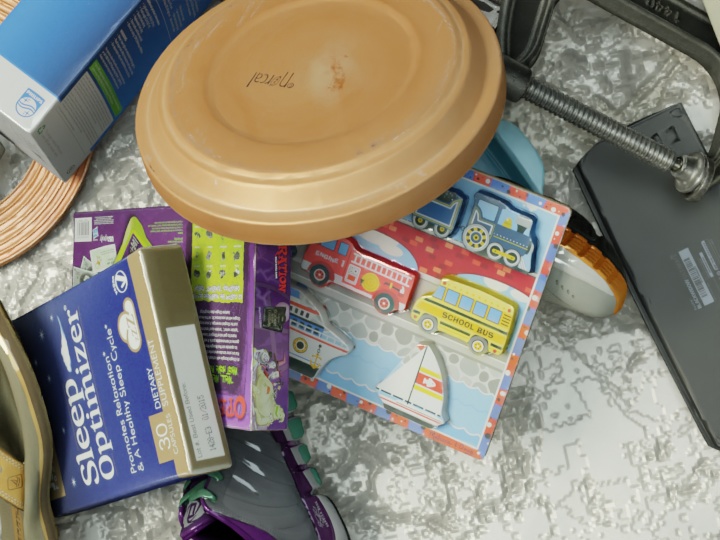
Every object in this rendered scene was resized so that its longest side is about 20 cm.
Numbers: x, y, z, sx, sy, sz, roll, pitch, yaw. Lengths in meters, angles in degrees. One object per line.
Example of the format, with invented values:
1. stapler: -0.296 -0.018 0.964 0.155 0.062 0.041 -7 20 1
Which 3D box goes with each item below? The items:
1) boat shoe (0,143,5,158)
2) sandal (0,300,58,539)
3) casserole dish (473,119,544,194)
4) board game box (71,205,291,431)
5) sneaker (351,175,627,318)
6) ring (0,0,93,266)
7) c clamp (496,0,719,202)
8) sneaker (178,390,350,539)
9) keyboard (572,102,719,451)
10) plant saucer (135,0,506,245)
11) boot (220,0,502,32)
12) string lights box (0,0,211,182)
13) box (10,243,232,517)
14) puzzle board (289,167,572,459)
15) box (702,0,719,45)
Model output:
1. boat shoe: -0.314 -0.102 0.992 0.201 0.074 0.065 30 83 2
2. sandal: -0.212 0.105 0.943 0.054 0.080 0.201 -11 112 -25
3. casserole dish: 0.022 -0.015 0.982 0.200 0.039 0.121 -36 82 2
4. board game box: -0.106 0.024 0.923 0.032 0.200 0.121 7 86 -38
5. sneaker: 0.053 -0.011 0.928 0.199 0.076 0.092 27 109 15
6. ring: -0.261 -0.093 1.030 0.199 0.019 0.202 -1 83 5
7. c clamp: 0.140 -0.101 0.930 0.199 0.027 0.172 20 63 -16
8. sneaker: -0.079 0.106 0.945 0.074 0.087 0.201 -36 78 43
9. keyboard: 0.221 -0.006 0.970 0.127 0.021 0.201 -25 83 4
10. plant saucer: -0.023 -0.097 0.866 0.199 0.032 0.201 -8 47 8
11. boot: 0.025 -0.197 0.966 0.174 0.069 0.201 28 96 11
12. string lights box: -0.142 -0.157 0.970 0.059 0.103 0.200 36 80 9
13. box: -0.147 0.070 0.926 0.032 0.200 0.122 -9 80 -37
14. puzzle board: 0.000 0.000 0.901 0.199 0.017 0.151 23 107 16
15. box: 0.277 -0.101 0.931 0.095 0.078 0.201 -17 82 -21
